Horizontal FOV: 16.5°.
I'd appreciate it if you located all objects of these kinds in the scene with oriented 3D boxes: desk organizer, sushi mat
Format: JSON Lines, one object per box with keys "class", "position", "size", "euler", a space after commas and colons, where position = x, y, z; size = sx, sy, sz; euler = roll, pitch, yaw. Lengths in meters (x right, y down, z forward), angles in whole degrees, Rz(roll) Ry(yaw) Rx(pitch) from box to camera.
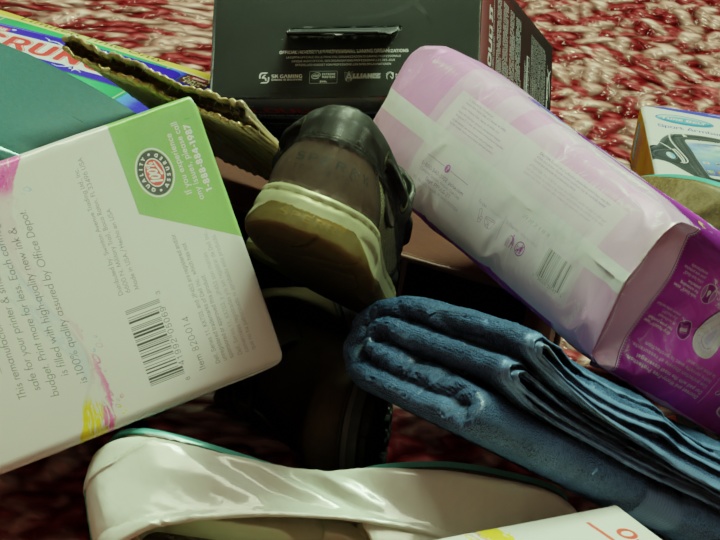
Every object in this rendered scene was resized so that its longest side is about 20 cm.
{"class": "desk organizer", "position": [0.000, 0.000, 1.232], "size": [0.198, 0.072, 0.077], "euler": [16, 25, 14]}
{"class": "sushi mat", "position": [-0.064, -0.064, 1.124], "size": [0.095, 0.012, 0.200], "euler": [23, -3, 15]}

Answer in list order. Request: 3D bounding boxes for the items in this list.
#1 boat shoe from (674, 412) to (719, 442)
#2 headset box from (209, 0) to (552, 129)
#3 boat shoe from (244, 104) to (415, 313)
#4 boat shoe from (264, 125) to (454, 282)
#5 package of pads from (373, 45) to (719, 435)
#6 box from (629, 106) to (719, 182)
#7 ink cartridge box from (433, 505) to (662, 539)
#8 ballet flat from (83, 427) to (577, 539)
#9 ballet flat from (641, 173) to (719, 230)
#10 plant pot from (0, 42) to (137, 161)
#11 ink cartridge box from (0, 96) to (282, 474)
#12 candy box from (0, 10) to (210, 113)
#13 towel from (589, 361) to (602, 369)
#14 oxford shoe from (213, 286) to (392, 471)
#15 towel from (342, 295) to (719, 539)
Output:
{"class": "boat shoe", "position": [0.222, 0.033, 1.149], "size": [0.074, 0.067, 0.200], "euler": [56, 43, -3]}
{"class": "headset box", "position": [0.013, -0.110, 1.345], "size": [0.147, 0.078, 0.200], "euler": [0, -8, 15]}
{"class": "boat shoe", "position": [-0.006, -0.024, 1.033], "size": [0.073, 0.065, 0.200], "euler": [25, -5, 0]}
{"class": "boat shoe", "position": [0.008, -0.038, 1.299], "size": [0.198, 0.063, 0.075], "euler": [9, 31, 19]}
{"class": "package of pads", "position": [0.095, -0.015, 1.086], "size": [0.120, 0.076, 0.200], "euler": [29, 9, -41]}
{"class": "box", "position": [0.226, -0.049, 1.494], "size": [0.118, 0.042, 0.200], "euler": [10, 20, -1]}
{"class": "ink cartridge box", "position": [0.078, 0.148, 0.914], "size": [0.199, 0.068, 0.116], "euler": [-6, 28, -35]}
{"class": "ballet flat", "position": [-0.014, 0.110, 0.985], "size": [0.198, 0.070, 0.070], "euler": [8, 22, 0]}
{"class": "ballet flat", "position": [0.120, -0.017, 1.319], "size": [0.199, 0.068, 0.072], "euler": [14, 42, 37]}
{"class": "plant pot", "position": [-0.171, -0.017, 1.121], "size": [0.198, 0.142, 0.141], "euler": [18, 21, -7]}
{"class": "ink cartridge box", "position": [-0.146, 0.019, 1.003], "size": [0.199, 0.118, 0.067], "euler": [-20, 2, -19]}
{"class": "candy box", "position": [-0.181, -0.066, 1.299], "size": [0.168, 0.078, 0.200], "euler": [16, 22, 15]}
{"class": "towel", "position": [0.218, -0.004, 1.269], "size": [0.199, 0.145, 0.024], "euler": [-12, 69, -44]}
{"class": "oxford shoe", "position": [-0.029, 0.055, 1.097], "size": [0.084, 0.073, 0.200], "euler": [5, 11, -7]}
{"class": "towel", "position": [0.091, 0.067, 1.025], "size": [0.199, 0.049, 0.111], "euler": [28, -4, -38]}
